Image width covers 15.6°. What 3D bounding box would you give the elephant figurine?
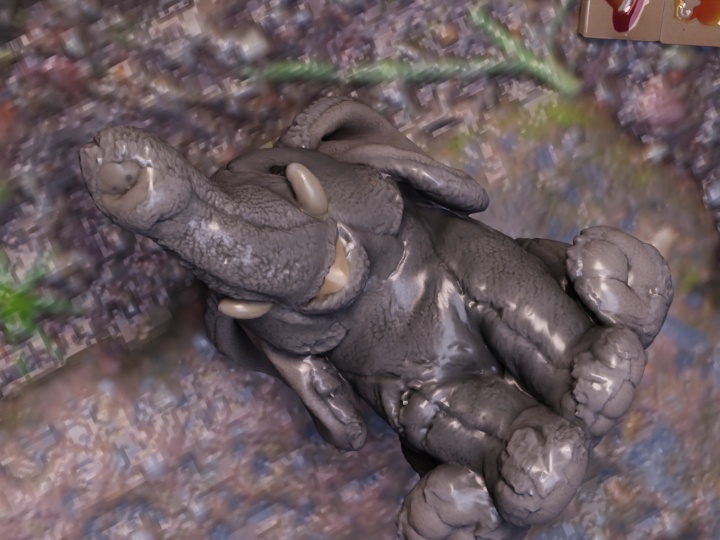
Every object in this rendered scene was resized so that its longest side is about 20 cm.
[{"bbox_3d":[0.000,0.000,0.927,0.199,0.155,0.142,31,56,-2],"label":"elephant figurine"}]

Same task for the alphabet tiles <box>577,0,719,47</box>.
[{"bbox_3d":[0.140,-0.184,0.988,0.166,0.008,0.202,1,106,-23],"label":"alphabet tiles"}]
